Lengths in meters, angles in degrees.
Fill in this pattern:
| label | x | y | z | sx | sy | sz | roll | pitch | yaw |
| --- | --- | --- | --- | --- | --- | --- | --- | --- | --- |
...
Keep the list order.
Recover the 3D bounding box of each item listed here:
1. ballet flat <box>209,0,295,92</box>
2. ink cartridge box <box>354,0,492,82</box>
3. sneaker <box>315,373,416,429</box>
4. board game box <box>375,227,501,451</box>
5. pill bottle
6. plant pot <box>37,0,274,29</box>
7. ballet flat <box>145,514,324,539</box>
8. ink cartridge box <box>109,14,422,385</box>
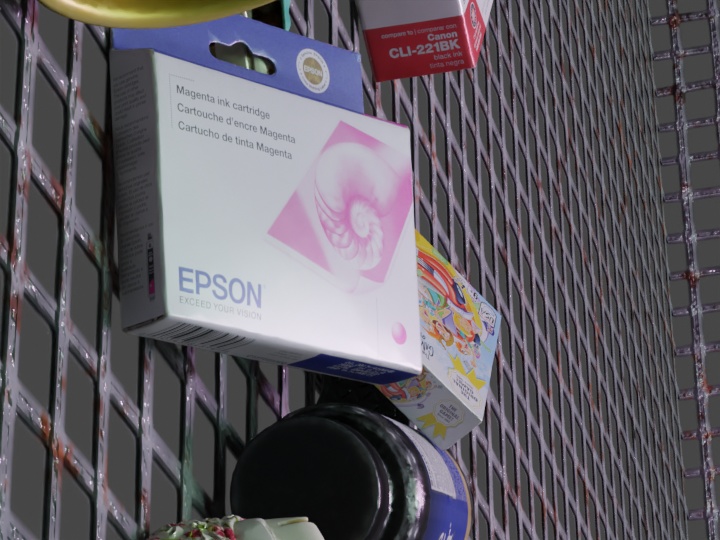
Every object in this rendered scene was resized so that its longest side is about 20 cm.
| label | x | y | z | sx | sy | sz | roll | pitch | yaw |
| --- | --- | --- | --- | --- | --- | --- | --- | --- | --- |
| ballet flat | -0.070 | -0.123 | 1.530 | 0.070 | 0.067 | 0.200 | 66 | 14 | -51 |
| ink cartridge box | 0.037 | -0.265 | 2.036 | 0.144 | 0.084 | 0.200 | -73 | 152 | -60 |
| sneaker | 0.009 | 0.093 | 1.728 | 0.083 | 0.072 | 0.200 | 71 | 17 | -46 |
| board game box | 0.000 | 0.000 | 1.606 | 0.200 | 0.034 | 0.134 | 45 | 25 | -15 |
| pill bottle | -0.007 | 0.135 | 1.543 | 0.200 | 0.112 | 0.112 | 30 | 53 | -74 |
| plant pot | -0.091 | -0.245 | 1.263 | 0.201 | 0.201 | 0.189 | 51 | 18 | -67 |
| ballet flat | -0.029 | 0.160 | 1.393 | 0.200 | 0.064 | 0.076 | 29 | 24 | -46 |
| ink cartridge box | -0.048 | -0.050 | 1.439 | 0.196 | 0.043 | 0.200 | 13 | 68 | -45 |
